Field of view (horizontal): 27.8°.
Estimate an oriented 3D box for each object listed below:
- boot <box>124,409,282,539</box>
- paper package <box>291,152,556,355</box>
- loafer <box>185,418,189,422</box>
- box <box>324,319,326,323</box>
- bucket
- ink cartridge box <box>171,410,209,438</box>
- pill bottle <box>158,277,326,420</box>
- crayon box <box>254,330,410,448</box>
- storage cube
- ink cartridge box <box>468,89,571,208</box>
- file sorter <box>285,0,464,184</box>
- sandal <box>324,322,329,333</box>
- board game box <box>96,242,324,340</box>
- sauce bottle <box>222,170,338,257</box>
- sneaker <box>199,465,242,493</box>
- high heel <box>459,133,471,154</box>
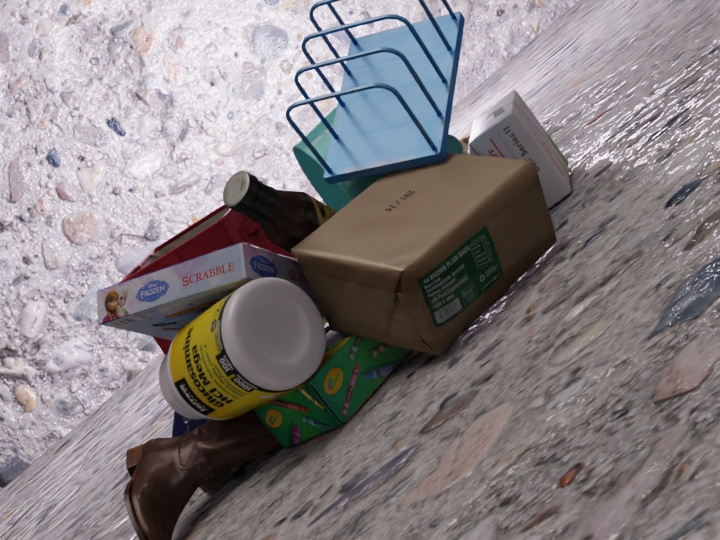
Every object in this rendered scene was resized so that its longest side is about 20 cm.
[{"bbox_3d":[-0.148,0.209,1.535,0.199,0.065,0.187,-22,36,1],"label":"boot"},{"bbox_3d":[0.066,-0.025,1.451,0.200,0.104,0.190,-39,29,-28],"label":"paper package"},{"bbox_3d":[-0.179,0.115,1.845,0.201,0.068,0.070,-57,-20,18],"label":"loafer"},{"bbox_3d":[-0.016,0.045,1.925,0.200,0.048,0.117,-43,7,-13],"label":"box"},{"bbox_3d":[0.028,-0.115,1.657,0.135,0.208,0.207,-41,7,-7],"label":"bucket"},{"bbox_3d":[-0.146,0.136,1.770,0.200,0.047,0.198,-46,-13,-27],"label":"ink cartridge box"},{"bbox_3d":[-0.129,0.088,1.484,0.112,0.113,0.200,-44,8,-36],"label":"pill bottle"},{"bbox_3d":[-0.009,0.093,1.528,0.200,0.058,0.119,-45,9,-36],"label":"crayon box"},{"bbox_3d":[-0.185,0.025,1.952,0.199,0.181,0.171,-29,10,18],"label":"storage cube"},{"bbox_3d":[0.184,-0.129,1.666,0.067,0.117,0.200,-35,9,15],"label":"ink cartridge box"},{"bbox_3d":[0.014,-0.216,1.522,0.138,0.123,0.201,-9,51,26],"label":"file sorter"},{"bbox_3d":[-0.068,0.123,1.745,0.200,0.043,0.076,-49,-4,31],"label":"sandal"},{"bbox_3d":[-0.144,0.032,1.563,0.199,0.042,0.199,-16,-19,29],"label":"board game box"},{"bbox_3d":[-0.057,-0.045,1.508,0.066,0.199,0.067,-22,54,35],"label":"sauce bottle"},{"bbox_3d":[-0.129,0.153,1.650,0.200,0.090,0.067,-42,8,-13],"label":"sneaker"},{"bbox_3d":[0.176,-0.183,2.206,0.199,0.072,0.143,-22,17,9],"label":"high heel"}]
